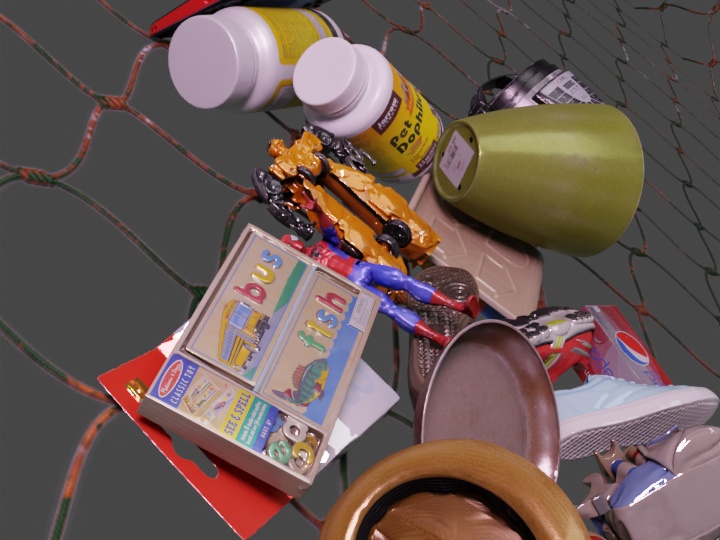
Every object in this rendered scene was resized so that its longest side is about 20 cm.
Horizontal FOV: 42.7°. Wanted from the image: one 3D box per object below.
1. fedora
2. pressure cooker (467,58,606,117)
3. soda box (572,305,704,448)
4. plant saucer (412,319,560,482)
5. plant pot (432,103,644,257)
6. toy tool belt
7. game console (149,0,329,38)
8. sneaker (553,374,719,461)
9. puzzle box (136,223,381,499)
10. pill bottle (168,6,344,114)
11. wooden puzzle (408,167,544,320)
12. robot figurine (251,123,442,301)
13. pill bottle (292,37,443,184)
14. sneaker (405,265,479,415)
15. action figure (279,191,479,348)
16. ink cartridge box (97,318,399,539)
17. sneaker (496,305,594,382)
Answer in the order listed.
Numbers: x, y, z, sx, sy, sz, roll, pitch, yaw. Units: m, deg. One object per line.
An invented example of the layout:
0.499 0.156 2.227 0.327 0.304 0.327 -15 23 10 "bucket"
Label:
0.068 0.218 0.642 0.082 0.200 0.201 66 1 -52 "fedora"
0.247 -0.197 1.307 0.200 0.179 0.176 45 1 10 "pressure cooker"
0.309 0.135 1.051 0.070 0.063 0.200 3 47 -43 "soda box"
0.104 0.142 0.774 0.200 0.032 0.201 7 80 -46 "plant saucer"
0.190 -0.115 1.078 0.199 0.187 0.188 4 45 -29 "plant pot"
0.261 0.216 0.848 0.125 0.200 0.123 59 -5 0 "toy tool belt"
-0.121 -0.307 1.068 0.200 0.176 0.031 -23 93 -57 "game console"
0.272 0.134 0.950 0.199 0.074 0.082 -6 46 -18 "sneaker"
-0.068 0.060 0.706 0.133 0.025 0.200 29 43 -7 "puzzle box"
-0.112 -0.235 1.027 0.114 0.114 0.200 47 31 13 "pill bottle"
0.130 -0.020 1.082 0.200 0.046 0.185 41 31 -7 "wooden puzzle"
-0.020 -0.060 0.939 0.200 0.058 0.145 40 48 0 "robot figurine"
0.009 -0.179 1.035 0.200 0.109 0.109 30 26 -56 "pill bottle"
0.071 0.072 0.878 0.070 0.076 0.200 10 34 5 "sneaker"
0.000 0.000 0.817 0.199 0.065 0.099 24 -14 27 "action figure"
-0.077 0.091 0.712 0.160 0.047 0.200 45 30 9 "ink cartridge box"
0.175 0.094 0.956 0.199 0.085 0.077 -10 12 -34 "sneaker"
